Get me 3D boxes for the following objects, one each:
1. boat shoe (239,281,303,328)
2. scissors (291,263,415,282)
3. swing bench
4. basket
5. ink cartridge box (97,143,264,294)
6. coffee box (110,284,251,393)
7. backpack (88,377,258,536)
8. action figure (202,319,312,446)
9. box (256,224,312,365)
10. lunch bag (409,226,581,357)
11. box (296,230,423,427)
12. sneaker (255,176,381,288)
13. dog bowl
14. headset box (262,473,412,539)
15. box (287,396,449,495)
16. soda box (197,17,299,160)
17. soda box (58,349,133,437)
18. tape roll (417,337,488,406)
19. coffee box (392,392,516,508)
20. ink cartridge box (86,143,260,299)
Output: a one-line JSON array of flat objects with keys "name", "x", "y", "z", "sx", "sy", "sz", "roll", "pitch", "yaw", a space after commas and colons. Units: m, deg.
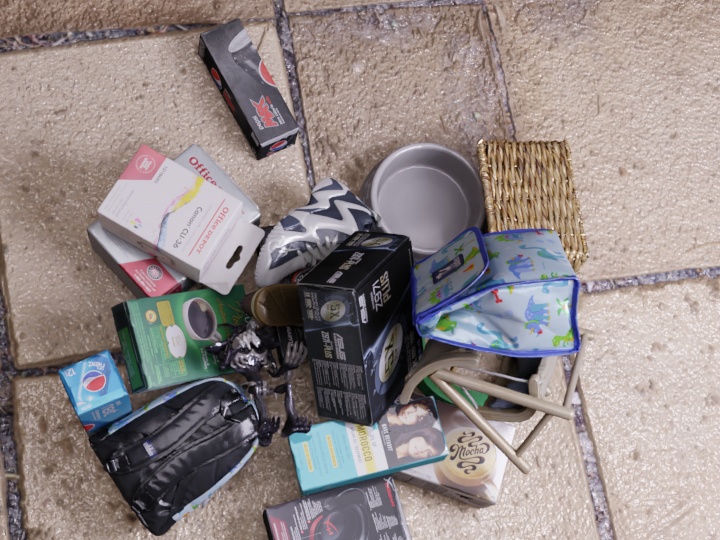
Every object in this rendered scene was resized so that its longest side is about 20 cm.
[{"name": "boat shoe", "x": -0.072, "y": 0.044, "z": 1.586, "sx": 0.199, "sy": 0.065, "sz": 0.074, "roll": 9, "pitch": 92, "yaw": -40}, {"name": "scissors", "x": 0.000, "y": 0.000, "z": 1.661, "sx": 0.199, "sy": 0.014, "sz": 0.073, "roll": -23, "pitch": 76, "yaw": -14}, {"name": "swing bench", "x": 0.181, "y": 0.124, "z": 1.541, "sx": 0.200, "sy": 0.130, "sz": 0.199, "roll": 31, "pitch": 34, "yaw": 1}, {"name": "basket", "x": 0.227, "y": -0.078, "z": 1.700, "sx": 0.148, "sy": 0.143, "sz": 0.201, "roll": -2, "pitch": 70, "yaw": -14}, {"name": "ink cartridge box", "x": -0.238, "y": -0.067, "z": 1.578, "sx": 0.200, "sy": 0.068, "sz": 0.117, "roll": 29, "pitch": 72, "yaw": 1}, {"name": "coffee box", "x": -0.229, "y": 0.090, "z": 1.573, "sx": 0.200, "sy": 0.044, "sz": 0.123, "roll": -10, "pitch": 82, "yaw": -45}, {"name": "backpack", "x": -0.226, "y": 0.225, "z": 1.547, "sx": 0.200, "sy": 0.154, "sz": 0.163, "roll": -39, "pitch": 84, "yaw": 3}, {"name": "action figure", "x": -0.125, "y": 0.123, "z": 1.514, "sx": 0.119, "sy": 0.102, "sz": 0.200, "roll": 4, "pitch": 45, "yaw": -38}, {"name": "box", "x": -0.056, "y": 0.025, "z": 1.676, "sx": 0.159, "sy": 0.049, "sz": 0.201, "roll": -9, "pitch": 74, "yaw": -14}, {"name": "lunch bag", "x": 0.161, "y": 0.025, "z": 1.453, "sx": 0.199, "sy": 0.170, "sz": 0.128, "roll": -6, "pitch": 112, "yaw": 3}, {"name": "box", "x": 0.005, "y": 0.073, "z": 1.526, "sx": 0.086, "sy": 0.201, "sz": 0.164, "roll": 7, "pitch": 28, "yaw": 28}, {"name": "sneaker", "x": -0.046, "y": -0.030, "z": 1.616, "sx": 0.129, "sy": 0.080, "sz": 0.199, "roll": 29, "pitch": 54, "yaw": 19}, {"name": "dog bowl", "x": 0.097, "y": -0.098, "z": 1.734, "sx": 0.199, "sy": 0.059, "sz": 0.201, "roll": 3, "pitch": 72, "yaw": -8}, {"name": "headset box", "x": -0.036, "y": 0.369, "z": 1.556, "sx": 0.199, "sy": 0.075, "sz": 0.149, "roll": -15, "pitch": 75, "yaw": -13}, {"name": "box", "x": 0.009, "y": 0.230, "z": 1.538, "sx": 0.199, "sy": 0.049, "sz": 0.083, "roll": -13, "pitch": 74, "yaw": -7}, {"name": "soda box", "x": -0.167, "y": -0.270, "z": 1.744, "sx": 0.071, "sy": 0.063, "sz": 0.200, "roll": -26, "pitch": 79, "yaw": -15}, {"name": "soda box", "x": -0.338, "y": 0.163, "z": 1.508, "sx": 0.068, "sy": 0.200, "sz": 0.064, "roll": -24, "pitch": 78, "yaw": -14}, {"name": "tape roll", "x": 0.161, "y": 0.105, "z": 1.685, "sx": 0.199, "sy": 0.048, "sz": 0.201, "roll": 3, "pitch": 72, "yaw": -8}, {"name": "coffee box", "x": 0.099, "y": 0.242, "z": 1.614, "sx": 0.199, "sy": 0.080, "sz": 0.113, "roll": 19, "pitch": 73, "yaw": -2}, {"name": "ink cartridge box", "x": -0.260, "y": -0.057, "z": 1.652, "sx": 0.200, "sy": 0.083, "sz": 0.146, "roll": -41, "pitch": 82, "yaw": -18}]
